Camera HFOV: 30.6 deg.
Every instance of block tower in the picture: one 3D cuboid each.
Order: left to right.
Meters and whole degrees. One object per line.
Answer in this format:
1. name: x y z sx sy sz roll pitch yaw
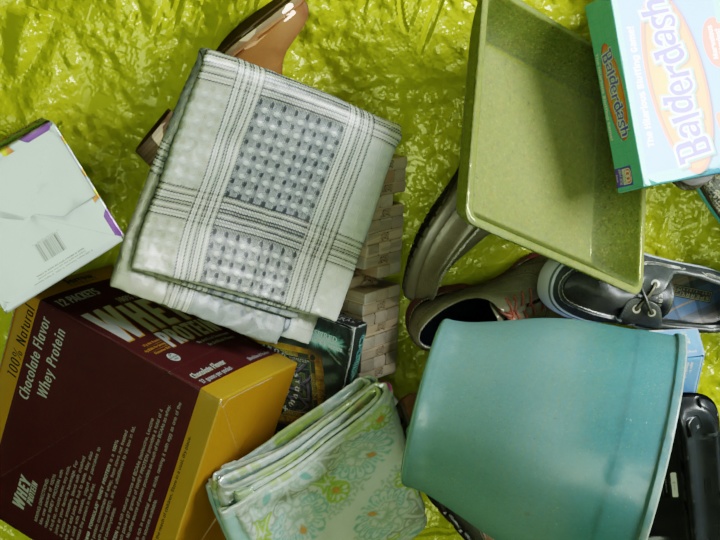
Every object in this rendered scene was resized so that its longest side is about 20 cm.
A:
1. block tower: 0.000 0.000 1.134 0.054 0.058 0.202 15 107 36

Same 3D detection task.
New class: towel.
1. towel: -0.076 -0.048 1.019 0.191 0.034 0.202 18 98 -34
2. towel: -0.029 0.197 1.086 0.170 0.048 0.201 -31 134 -18

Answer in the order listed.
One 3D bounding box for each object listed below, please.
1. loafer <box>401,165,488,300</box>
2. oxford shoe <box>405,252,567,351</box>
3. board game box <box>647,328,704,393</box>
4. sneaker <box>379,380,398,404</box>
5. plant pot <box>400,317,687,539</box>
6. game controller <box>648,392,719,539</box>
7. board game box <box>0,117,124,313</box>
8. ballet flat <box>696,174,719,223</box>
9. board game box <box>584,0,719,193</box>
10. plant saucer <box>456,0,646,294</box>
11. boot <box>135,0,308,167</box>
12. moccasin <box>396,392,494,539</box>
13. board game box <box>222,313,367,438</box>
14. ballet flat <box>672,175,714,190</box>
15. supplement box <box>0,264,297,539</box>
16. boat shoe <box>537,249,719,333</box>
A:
1. loafer: 0.101 -0.054 1.119 0.067 0.076 0.201 30 103 -3
2. oxford shoe: 0.137 0.033 1.142 0.198 0.075 0.071 -20 102 4
3. board game box: 0.189 0.118 1.153 0.197 0.037 0.152 -2 134 1
4. sneaker: -0.027 0.194 1.182 0.200 0.081 0.088 -39 100 10
5. plant pot: 0.135 0.123 1.016 0.186 0.200 0.202 15 105 8
6. game controller: 0.268 0.183 1.167 0.103 0.042 0.201 -1 131 17
7. board game box: -0.265 -0.051 1.043 0.104 0.200 0.104 -33 104 -10
8. ballet flat: 0.356 -0.021 1.128 0.075 0.068 0.201 -23 103 31
9. board game box: 0.288 -0.154 1.058 0.198 0.045 0.154 -11 91 -18
10. plant saucer: 0.147 -0.097 1.054 0.198 0.048 0.202 21 66 -35
11. boot: -0.072 -0.121 1.110 0.154 0.074 0.200 40 102 -16
12. moccasin: 0.103 0.186 1.128 0.078 0.074 0.202 -38 83 -10
13. board game box: -0.099 0.078 1.138 0.198 0.028 0.137 19 106 20
14. ballet flat: 0.253 -0.165 1.099 0.067 0.046 0.202 -15 91 -5
15. supplement box: -0.192 0.133 1.100 0.199 0.133 0.199 25 108 18
16. boat shoe: 0.246 0.017 1.117 0.198 0.057 0.069 5 101 -22
